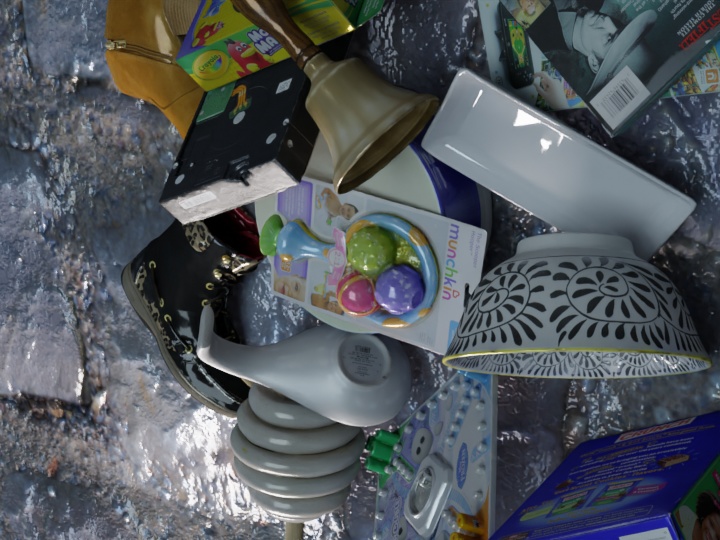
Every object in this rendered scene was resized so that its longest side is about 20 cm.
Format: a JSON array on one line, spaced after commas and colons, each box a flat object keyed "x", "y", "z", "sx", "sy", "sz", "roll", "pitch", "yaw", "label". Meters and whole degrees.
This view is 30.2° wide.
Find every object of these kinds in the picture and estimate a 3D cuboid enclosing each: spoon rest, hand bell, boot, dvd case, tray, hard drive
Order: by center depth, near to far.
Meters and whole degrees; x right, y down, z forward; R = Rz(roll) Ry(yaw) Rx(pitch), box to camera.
[{"x": 0.161, "y": -0.214, "z": 0.923, "sx": 0.201, "sy": 0.022, "sz": 0.146, "roll": 53, "pitch": 129, "yaw": 12, "label": "dvd case"}, {"x": 0.148, "y": -0.079, "z": 1.010, "sx": 0.199, "sy": 0.022, "sz": 0.108, "roll": 30, "pitch": 149, "yaw": 1, "label": "tray"}, {"x": -0.044, "y": -0.166, "z": 1.011, "sx": 0.200, "sy": 0.104, "sz": 0.104, "roll": 49, "pitch": 127, "yaw": 8, "label": "hand bell"}, {"x": -0.081, "y": -0.138, "z": 1.108, "sx": 0.139, "sy": 0.201, "sz": 0.038, "roll": -16, "pitch": 135, "yaw": 38, "label": "hard drive"}, {"x": -0.049, "y": 0.077, "z": 1.160, "sx": 0.061, "sy": 0.198, "sz": 0.100, "roll": 132, "pitch": 148, "yaw": -58, "label": "spoon rest"}, {"x": -0.173, "y": -0.163, "z": 1.244, "sx": 0.143, "sy": 0.070, "sz": 0.203, "roll": 3, "pitch": 105, "yaw": 42, "label": "boot"}, {"x": -0.136, "y": 0.029, "z": 1.276, "sx": 0.201, "sy": 0.073, "sz": 0.151, "roll": 53, "pitch": 129, "yaw": 16, "label": "boot"}]

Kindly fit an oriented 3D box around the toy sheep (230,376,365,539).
[{"x": -0.058, "y": 0.160, "z": 1.228, "sx": 0.137, "sy": 0.138, "sz": 0.202, "roll": 11, "pitch": 114, "yaw": 33, "label": "toy sheep"}]

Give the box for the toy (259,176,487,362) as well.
[{"x": 0.000, "y": 0.000, "z": 1.077, "sx": 0.199, "sy": 0.047, "sz": 0.116, "roll": 20, "pitch": 118, "yaw": 30, "label": "toy"}]

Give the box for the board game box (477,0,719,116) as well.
[{"x": 0.184, "y": -0.198, "z": 0.965, "sx": 0.198, "sy": 0.064, "sz": 0.149, "roll": -2, "pitch": 105, "yaw": 36, "label": "board game box"}]

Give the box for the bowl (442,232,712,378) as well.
[{"x": 0.162, "y": 0.026, "z": 1.003, "sx": 0.199, "sy": 0.200, "sz": 0.095, "roll": -5, "pitch": 79, "yaw": 37, "label": "bowl"}]

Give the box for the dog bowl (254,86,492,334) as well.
[{"x": 0.008, "y": -0.051, "z": 1.134, "sx": 0.199, "sy": 0.079, "sz": 0.202, "roll": 13, "pitch": 113, "yaw": 32, "label": "dog bowl"}]

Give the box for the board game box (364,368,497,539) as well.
[{"x": 0.051, "y": 0.184, "z": 1.112, "sx": 0.026, "sy": 0.201, "sz": 0.200, "roll": 21, "pitch": 139, "yaw": -19, "label": "board game box"}]

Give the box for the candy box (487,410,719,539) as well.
[{"x": 0.207, "y": 0.182, "z": 0.992, "sx": 0.168, "sy": 0.200, "sz": 0.078, "roll": -21, "pitch": 96, "yaw": 38, "label": "candy box"}]

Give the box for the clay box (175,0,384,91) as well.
[{"x": -0.055, "y": -0.229, "z": 1.096, "sx": 0.199, "sy": 0.116, "sz": 0.048, "roll": -17, "pitch": 134, "yaw": 39, "label": "clay box"}]
